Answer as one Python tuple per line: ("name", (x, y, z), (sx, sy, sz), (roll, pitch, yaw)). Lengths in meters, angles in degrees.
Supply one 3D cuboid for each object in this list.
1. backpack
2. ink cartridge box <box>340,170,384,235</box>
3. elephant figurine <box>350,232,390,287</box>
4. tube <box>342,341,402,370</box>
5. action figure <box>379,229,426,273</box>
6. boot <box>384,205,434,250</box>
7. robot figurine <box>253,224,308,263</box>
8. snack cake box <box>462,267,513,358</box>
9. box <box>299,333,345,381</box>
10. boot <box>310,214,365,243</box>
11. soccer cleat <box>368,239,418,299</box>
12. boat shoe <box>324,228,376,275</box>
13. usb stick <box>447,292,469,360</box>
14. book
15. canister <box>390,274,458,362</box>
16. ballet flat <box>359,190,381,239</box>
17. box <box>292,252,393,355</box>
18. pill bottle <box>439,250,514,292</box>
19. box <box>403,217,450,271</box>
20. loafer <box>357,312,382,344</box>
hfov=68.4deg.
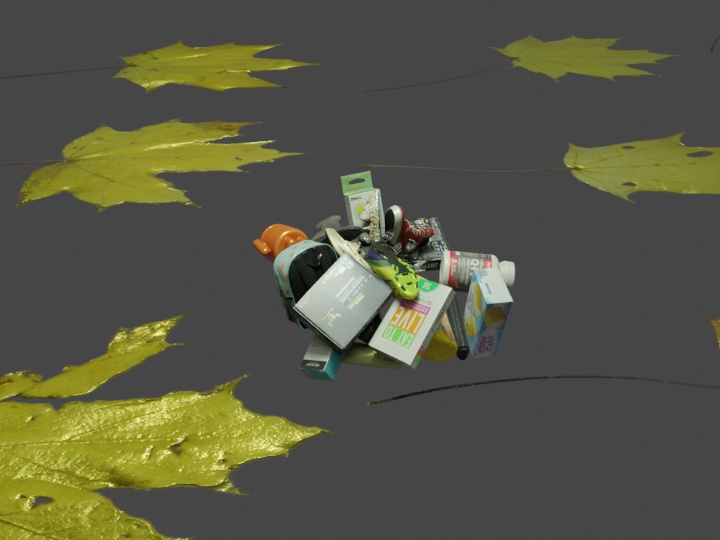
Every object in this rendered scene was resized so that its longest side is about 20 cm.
("backpack", (-0.136, 0.023, 1.384), (0.174, 0.203, 0.153), (-26, 31, -26))
("ink cartridge box", (0.011, -0.193, 1.619), (0.102, 0.204, 0.059), (-14, 15, -17))
("elephant figurine", (0.000, 0.000, 1.459), (0.140, 0.155, 0.202), (31, 40, -13))
("tube", (0.008, 0.207, 1.310), (0.196, 0.053, 0.058), (6, 4, 9))
("action figure", (0.125, -0.023, 1.437), (0.101, 0.200, 0.120), (-35, 52, 6))
("boot", (0.142, -0.123, 1.482), (0.141, 0.201, 0.073), (-14, 62, -7))
("robot figurine", (-0.220, -0.071, 1.518), (0.143, 0.118, 0.199), (-41, 29, -18))
("snack cake box", (0.308, 0.107, 1.310), (0.066, 0.203, 0.116), (-5, 43, -7))
("box", (-0.068, 0.166, 1.291), (0.081, 0.049, 0.202), (-3, 50, 38))
("boot", (-0.069, -0.125, 1.592), (0.197, 0.070, 0.133), (-13, 39, 23))
("soccer cleat", (0.081, 0.008, 1.298), (0.064, 0.085, 0.201), (-16, 46, -24))
("boat shoe", (-0.027, -0.039, 1.389), (0.064, 0.073, 0.201), (-29, 62, -12))
("usb stick", (0.250, 0.140, 1.380), (0.032, 0.056, 0.202), (0, 44, -4))
("book", (0.123, 0.118, 1.242), (0.132, 0.048, 0.202), (16, 70, 45))
("canister", (0.161, 0.120, 1.346), (0.147, 0.087, 0.202), (26, 35, -33))
("ballet flat", (0.029, -0.133, 1.568), (0.063, 0.205, 0.076), (-4, 10, -11))
("box", (-0.040, 0.076, 1.262), (0.157, 0.051, 0.200), (38, 65, 12))
("pill bottle", (0.324, 0.008, 1.481), (0.196, 0.112, 0.112), (5, 43, 4))
("box", (0.179, -0.081, 1.616), (0.158, 0.050, 0.202), (-5, 44, -9))
("loafer", (0.023, 0.135, 1.360), (0.073, 0.071, 0.201), (-40, 19, 17))
